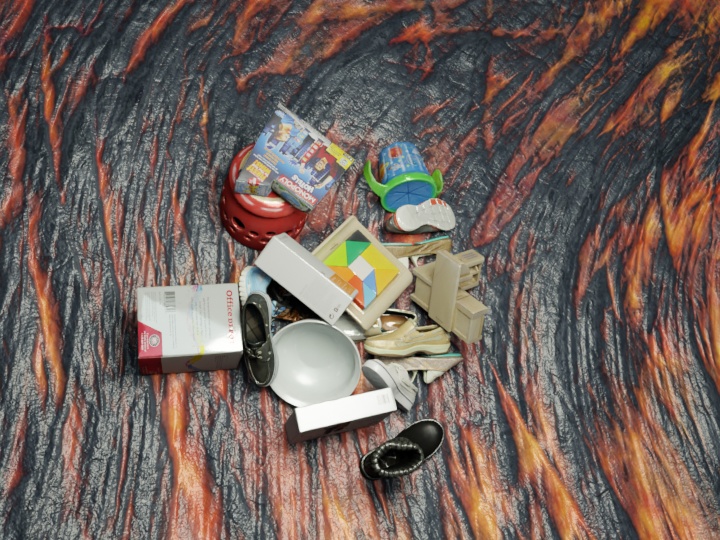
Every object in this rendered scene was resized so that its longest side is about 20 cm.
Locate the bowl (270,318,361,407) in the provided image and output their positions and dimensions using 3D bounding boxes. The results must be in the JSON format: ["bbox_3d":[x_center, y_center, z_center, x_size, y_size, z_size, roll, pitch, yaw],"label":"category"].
[{"bbox_3d":[-0.094,0.179,1.560,0.200,0.090,0.202,2,110,5],"label":"bowl"}]

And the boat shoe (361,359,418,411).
[{"bbox_3d":[0.068,0.223,1.557,0.072,0.200,0.066,17,67,41],"label":"boat shoe"}]

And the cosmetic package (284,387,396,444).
[{"bbox_3d":[-0.043,0.293,1.517,0.199,0.151,0.052,-10,73,-17],"label":"cosmetic package"}]

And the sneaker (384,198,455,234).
[{"bbox_3d":[0.136,-0.120,1.766,0.199,0.082,0.077,-2,76,-40],"label":"sneaker"}]

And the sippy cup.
[{"bbox_3d":[0.100,-0.225,1.772,0.139,0.178,0.131,-24,59,21],"label":"sippy cup"}]

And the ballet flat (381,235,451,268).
[{"bbox_3d":[0.120,-0.035,1.740,0.199,0.068,0.073,-7,90,-20],"label":"ballet flat"}]

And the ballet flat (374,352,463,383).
[{"bbox_3d":[0.126,0.211,1.646,0.199,0.068,0.068,3,88,-7],"label":"ballet flat"}]

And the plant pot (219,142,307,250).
[{"bbox_3d":[-0.203,-0.165,1.641,0.199,0.183,0.201,4,71,-12],"label":"plant pot"}]

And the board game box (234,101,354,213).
[{"bbox_3d":[-0.152,-0.207,1.536,0.200,0.062,0.200,38,68,2],"label":"board game box"}]

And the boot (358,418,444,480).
[{"bbox_3d":[0.101,0.358,1.522,0.211,0.158,0.080,-28,78,-22],"label":"boot"}]

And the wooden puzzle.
[{"bbox_3d":[0.000,0.000,1.619,0.200,0.037,0.185,46,57,-2],"label":"wooden puzzle"}]

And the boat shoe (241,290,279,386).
[{"bbox_3d":[-0.204,0.140,1.481,0.068,0.057,0.201,1,106,12],"label":"boat shoe"}]

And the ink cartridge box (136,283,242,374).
[{"bbox_3d":[-0.342,0.119,1.514,0.199,0.145,0.146,-2,69,-14],"label":"ink cartridge box"}]

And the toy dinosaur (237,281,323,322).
[{"bbox_3d":[-0.163,0.058,1.626,0.200,0.102,0.136,33,84,-17],"label":"toy dinosaur"}]

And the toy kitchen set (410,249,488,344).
[{"bbox_3d":[0.238,0.017,1.624,0.180,0.164,0.200,-17,38,-30],"label":"toy kitchen set"}]

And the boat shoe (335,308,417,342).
[{"bbox_3d":[0.027,0.112,1.649,0.199,0.068,0.075,-6,71,-16],"label":"boat shoe"}]

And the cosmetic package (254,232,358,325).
[{"bbox_3d":[-0.106,0.015,1.520,0.200,0.101,0.071,38,100,0],"label":"cosmetic package"}]

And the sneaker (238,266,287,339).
[{"bbox_3d":[-0.196,0.091,1.554,0.089,0.078,0.201,-1,104,13],"label":"sneaker"}]

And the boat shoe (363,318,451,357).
[{"bbox_3d":[0.100,0.138,1.611,0.199,0.072,0.077,-2,105,-26],"label":"boat shoe"}]
